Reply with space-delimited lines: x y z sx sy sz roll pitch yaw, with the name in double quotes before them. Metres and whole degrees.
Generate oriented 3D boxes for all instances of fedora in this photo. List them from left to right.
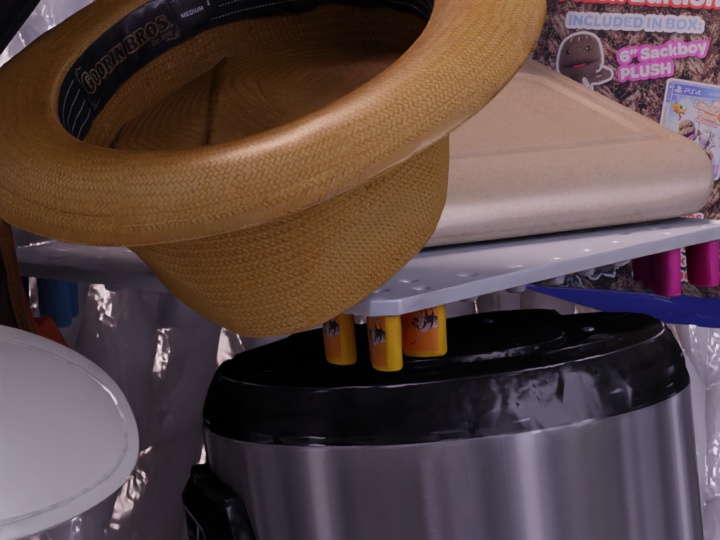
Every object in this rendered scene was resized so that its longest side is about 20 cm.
"fedora" -0.027 -0.039 0.709 0.201 0.200 0.082 -50 133 -46

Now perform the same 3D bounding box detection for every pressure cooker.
"pressure cooker" 0.038 0.121 0.792 0.176 0.179 0.200 -15 101 -51

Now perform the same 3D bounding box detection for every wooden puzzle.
"wooden puzzle" 0.009 -0.058 0.878 0.185 0.037 0.200 -7 30 -30

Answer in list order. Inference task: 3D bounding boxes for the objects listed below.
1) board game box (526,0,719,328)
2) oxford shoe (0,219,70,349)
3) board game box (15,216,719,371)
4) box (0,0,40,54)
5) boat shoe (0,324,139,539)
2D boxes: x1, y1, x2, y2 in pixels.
"board game box" 0.148 -0.080 1.003 0.159 0.097 0.200 14 80 -63
"oxford shoe" -0.145 0.012 0.716 0.073 0.071 0.200 -77 147 -46
"board game box" 0.000 0.000 0.830 0.200 0.200 0.026 -12 102 -47
"box" -0.177 -0.124 0.663 0.200 0.199 0.050 17 36 -39
"boat shoe" -0.160 0.064 0.668 0.200 0.062 0.073 -11 72 -39
